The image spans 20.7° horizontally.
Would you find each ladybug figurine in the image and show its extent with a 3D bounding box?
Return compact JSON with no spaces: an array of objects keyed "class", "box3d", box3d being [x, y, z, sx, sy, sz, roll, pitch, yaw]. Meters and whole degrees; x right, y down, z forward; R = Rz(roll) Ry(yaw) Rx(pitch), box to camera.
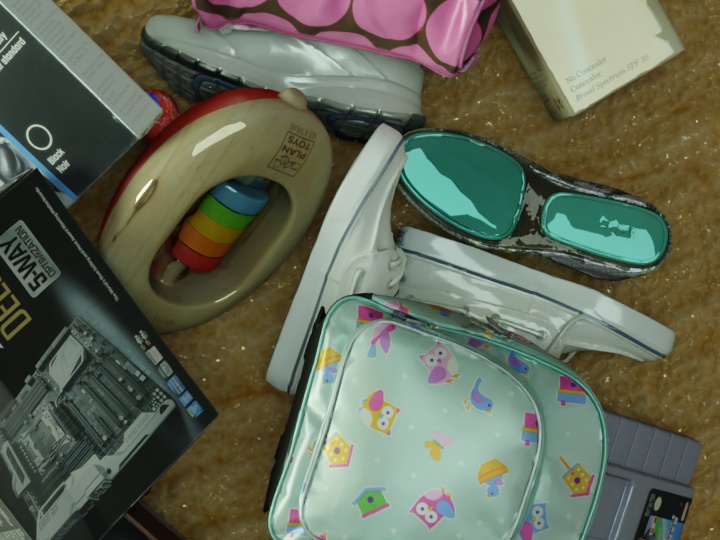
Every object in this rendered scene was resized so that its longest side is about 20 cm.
[{"class":"ladybug figurine","box3d":[-0.100,-0.046,1.285,0.135,0.072,0.200,20,120,-44]}]

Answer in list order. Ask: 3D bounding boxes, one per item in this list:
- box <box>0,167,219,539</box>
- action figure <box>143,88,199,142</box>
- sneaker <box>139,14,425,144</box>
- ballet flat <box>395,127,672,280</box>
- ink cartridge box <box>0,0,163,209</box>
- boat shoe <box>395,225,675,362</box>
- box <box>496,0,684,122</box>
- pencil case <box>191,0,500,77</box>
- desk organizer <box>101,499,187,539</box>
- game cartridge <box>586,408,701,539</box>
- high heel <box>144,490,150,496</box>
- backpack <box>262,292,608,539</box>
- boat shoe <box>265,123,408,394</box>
[{"class":"box","box3d":[-0.202,0.064,1.208,0.158,0.050,0.201,-45,106,-37]},{"class":"action figure","box3d":[-0.185,-0.119,1.314,0.198,0.065,0.052,16,93,-3]},{"class":"sneaker","box3d":[-0.050,-0.144,1.331,0.198,0.075,0.088,12,73,-7]},{"class":"ballet flat","box3d":[0.110,-0.040,1.335,0.199,0.072,0.073,19,89,-3]},{"class":"ink cartridge box","box3d":[-0.257,-0.109,1.260,0.200,0.043,0.198,45,126,-7]},{"class":"boat shoe","box3d":[0.108,0.042,1.333,0.200,0.075,0.087,20,89,-1]},{"class":"box","box3d":[0.126,-0.210,1.329,0.095,0.078,0.201,-31,93,-2]},{"class":"pencil case","box3d":[-0.009,-0.181,1.267,0.198,0.091,0.095,12,98,4]},{"class":"desk organizer","box3d":[-0.114,0.229,1.294,0.200,0.077,0.072,44,87,-18]},{"class":"game cartridge","box3d":[0.161,0.198,1.324,0.129,0.038,0.202,18,90,-42]},{"class":"high heel","box3d":[-0.235,0.110,1.325,0.198,0.067,0.097,-3,116,-1]},{"class":"backpack","box3d":[0.054,0.114,1.219,0.198,0.153,0.177,17,87,-6]},{"class":"boat shoe","box3d":[0.000,0.000,1.306,0.065,0.074,0.201,24,117,4]}]
